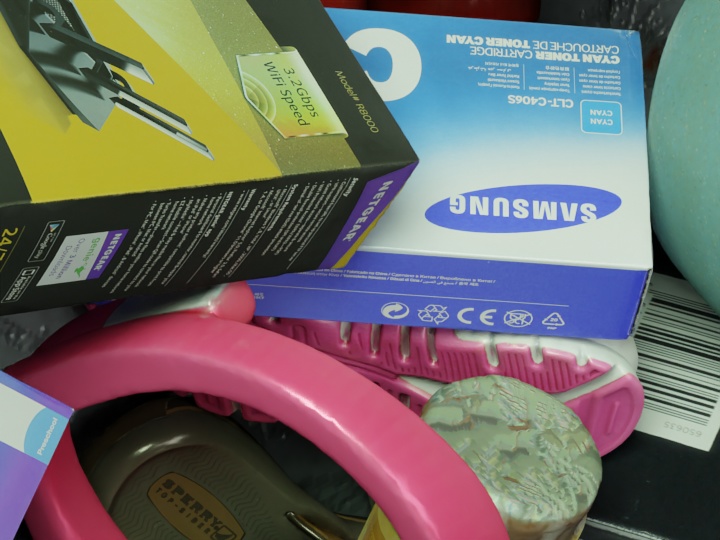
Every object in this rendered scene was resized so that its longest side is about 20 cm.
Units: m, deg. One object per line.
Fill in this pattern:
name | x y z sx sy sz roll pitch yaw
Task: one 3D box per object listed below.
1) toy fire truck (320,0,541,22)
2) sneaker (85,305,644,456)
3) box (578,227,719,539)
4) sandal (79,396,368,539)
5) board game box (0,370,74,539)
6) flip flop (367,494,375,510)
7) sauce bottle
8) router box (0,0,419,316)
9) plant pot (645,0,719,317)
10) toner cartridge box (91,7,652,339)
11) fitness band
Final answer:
toy fire truck | 0.035 -0.132 0.848 0.200 0.168 0.113 -5 102 -41
sneaker | 0.000 0.000 0.862 0.081 0.199 0.088 100 4 -54
box | 0.119 0.093 0.952 0.200 0.104 0.148 79 32 -51
sandal | -0.018 0.114 0.914 0.082 0.055 0.200 -43 128 3
board game box | -0.176 0.108 0.735 0.045 0.134 0.201 33 77 -41
flip flop | 0.032 0.045 0.960 0.081 0.058 0.201 -11 125 -8
sauce bottle | 0.018 0.124 0.853 0.065 0.065 0.200 -17 142 -38
router box | -0.098 -0.083 0.733 0.157 0.200 0.052 -9 147 -41
plant pot | 0.168 -0.040 0.819 0.200 0.134 0.201 -34 129 -56
toner cartridge box | -0.011 -0.034 0.809 0.043 0.199 0.095 99 -6 -56
fitness band | -0.040 0.074 0.786 0.037 0.200 0.144 -45 107 -36
